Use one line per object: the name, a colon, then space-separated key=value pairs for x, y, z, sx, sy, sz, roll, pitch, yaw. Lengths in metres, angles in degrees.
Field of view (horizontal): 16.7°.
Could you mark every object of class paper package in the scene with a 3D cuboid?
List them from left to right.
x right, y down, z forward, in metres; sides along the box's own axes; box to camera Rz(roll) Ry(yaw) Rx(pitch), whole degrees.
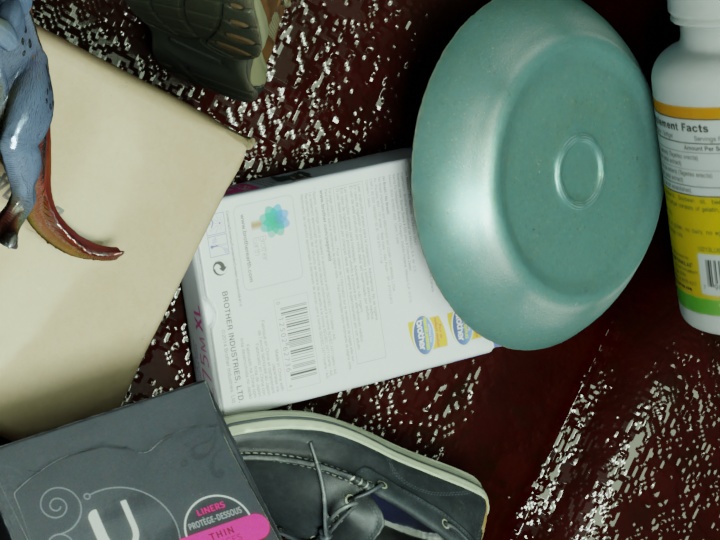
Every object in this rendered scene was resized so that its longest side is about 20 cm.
paper package: x=-0.188 y=-0.028 z=1.207 sx=0.200 sy=0.103 sz=0.191 roll=27 pitch=87 yaw=-27

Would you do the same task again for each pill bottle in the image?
pill bottle: x=0.220 y=-0.073 z=1.353 sx=0.111 sy=0.111 sz=0.201 roll=-15 pitch=107 yaw=-22

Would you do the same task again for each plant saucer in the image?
plant saucer: x=0.109 y=-0.055 z=1.343 sx=0.200 sy=0.036 sz=0.201 roll=-5 pitch=97 yaw=-45

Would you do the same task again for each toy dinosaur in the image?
toy dinosaur: x=-0.176 y=-0.109 z=1.102 sx=0.200 sy=0.105 sz=0.182 roll=14 pitch=90 yaw=-66

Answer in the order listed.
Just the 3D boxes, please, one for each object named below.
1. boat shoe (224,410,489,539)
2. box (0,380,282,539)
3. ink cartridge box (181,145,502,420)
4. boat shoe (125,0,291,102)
boat shoe: x=-0.013 y=0.126 z=1.326 sx=0.200 sy=0.075 sz=0.062 roll=20 pitch=48 yaw=-30
box: x=-0.123 y=0.156 z=1.204 sx=0.122 sy=0.200 sz=0.106 roll=-18 pitch=67 yaw=-22
ink cartridge box: x=0.000 y=0.000 z=1.335 sx=0.199 sy=0.042 sz=0.120 roll=-13 pitch=103 yaw=-21
boat shoe: x=-0.069 y=-0.144 z=1.203 sx=0.075 sy=0.200 sz=0.074 roll=25 pitch=81 yaw=0
